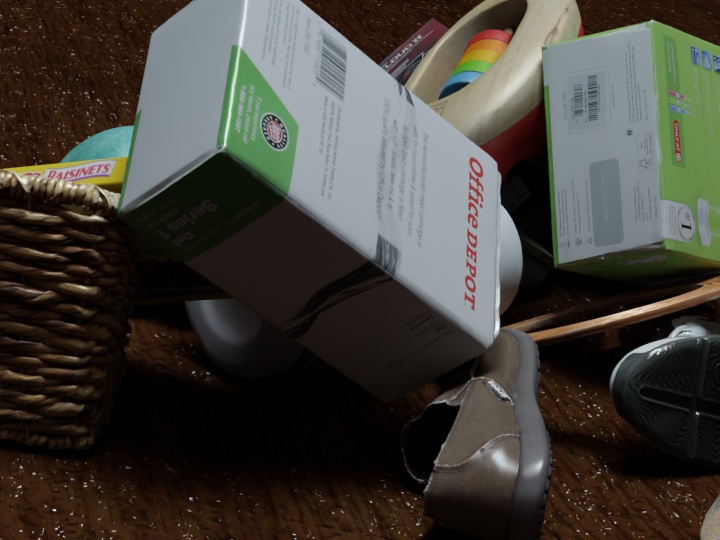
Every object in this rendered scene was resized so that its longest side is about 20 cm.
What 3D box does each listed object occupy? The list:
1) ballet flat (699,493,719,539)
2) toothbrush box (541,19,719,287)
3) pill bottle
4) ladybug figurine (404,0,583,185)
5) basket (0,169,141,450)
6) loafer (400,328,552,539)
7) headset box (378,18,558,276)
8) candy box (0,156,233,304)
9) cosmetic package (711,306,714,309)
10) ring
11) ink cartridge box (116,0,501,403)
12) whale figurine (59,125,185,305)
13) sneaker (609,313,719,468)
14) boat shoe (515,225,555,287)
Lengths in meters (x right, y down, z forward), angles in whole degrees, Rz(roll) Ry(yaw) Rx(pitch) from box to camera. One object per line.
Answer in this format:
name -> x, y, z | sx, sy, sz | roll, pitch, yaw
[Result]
ballet flat -> 0.232, 0.108, 1.118 | 0.068, 0.067, 0.200 | 15, 18, 24
toothbrush box -> 0.207, -0.066, 1.364 | 0.086, 0.146, 0.200 | -10, -11, 37
pill bottle -> 0.000, 0.000, 1.283 | 0.200, 0.113, 0.112 | -7, 22, -41
ladybug figurine -> 0.089, -0.115, 1.395 | 0.136, 0.072, 0.200 | -18, 29, 41
basket -> -0.219, -0.005, 1.133 | 0.199, 0.149, 0.143 | 8, 17, 1
loafer -> 0.058, 0.079, 1.116 | 0.071, 0.073, 0.200 | 8, 17, -4
headset box -> 0.094, -0.099, 1.589 | 0.149, 0.075, 0.200 | 49, -1, -24
candy box -> -0.165, -0.019, 1.207 | 0.199, 0.102, 0.026 | -4, 46, 31
cosmetic package -> 0.193, -0.078, 1.533 | 0.200, 0.052, 0.151 | 50, -3, -25
ring -> 0.146, 0.032, 1.277 | 0.200, 0.019, 0.200 | -15, 1, 0
ink cartridge box -> -0.021, -0.043, 1.122 | 0.200, 0.084, 0.146 | 37, 39, -30
whale figurine -> -0.105, -0.034, 1.362 | 0.199, 0.104, 0.159 | 9, 16, -8
sneaker -> 0.195, 0.068, 1.255 | 0.200, 0.076, 0.115 | 4, 6, -41
boat shoe -> 0.056, -0.019, 1.438 | 0.200, 0.069, 0.075 | 23, 12, -44
